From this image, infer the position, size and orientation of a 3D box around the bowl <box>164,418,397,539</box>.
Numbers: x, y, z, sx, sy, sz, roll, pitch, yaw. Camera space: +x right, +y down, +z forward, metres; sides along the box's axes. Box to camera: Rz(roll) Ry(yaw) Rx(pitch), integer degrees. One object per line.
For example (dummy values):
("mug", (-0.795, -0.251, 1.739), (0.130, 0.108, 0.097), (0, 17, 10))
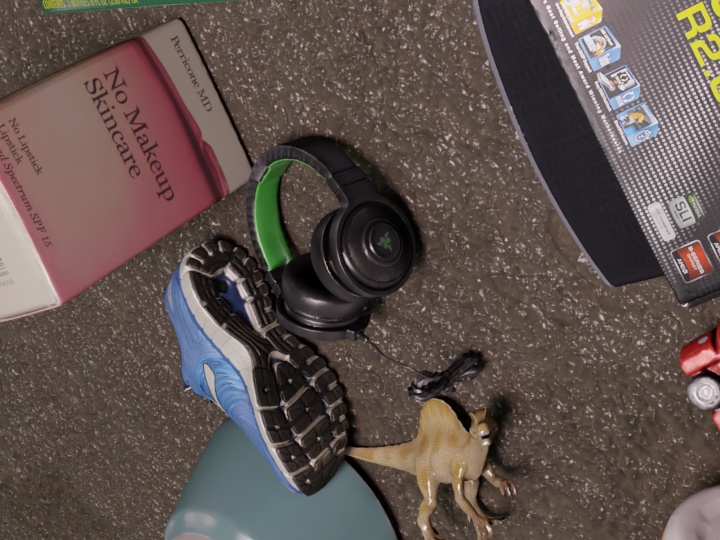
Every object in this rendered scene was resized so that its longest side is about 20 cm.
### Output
("bowl", (-0.077, 0.226, 1.079), (0.200, 0.105, 0.201), (23, 133, 27))

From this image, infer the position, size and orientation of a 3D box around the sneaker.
("sneaker", (-0.082, 0.077, 1.023), (0.089, 0.078, 0.200), (-32, 86, 53))

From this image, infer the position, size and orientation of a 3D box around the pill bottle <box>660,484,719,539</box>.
("pill bottle", (0.222, 0.238, 0.844), (0.116, 0.116, 0.200), (27, 132, 23))

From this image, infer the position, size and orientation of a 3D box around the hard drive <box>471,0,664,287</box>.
("hard drive", (0.145, -0.087, 0.747), (0.135, 0.042, 0.200), (-16, 106, 44))

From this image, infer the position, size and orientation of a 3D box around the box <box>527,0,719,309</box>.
("box", (0.187, -0.102, 0.661), (0.160, 0.044, 0.200), (-24, 101, 21))

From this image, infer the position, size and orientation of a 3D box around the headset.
("headset", (0.000, 0.000, 0.918), (0.200, 0.094, 0.124), (57, 142, 16))

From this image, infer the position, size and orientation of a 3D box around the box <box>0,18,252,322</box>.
("box", (-0.189, -0.068, 0.915), (0.109, 0.200, 0.128), (-12, 109, 42))

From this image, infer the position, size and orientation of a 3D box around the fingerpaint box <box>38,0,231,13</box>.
("fingerpaint box", (-0.135, -0.252, 0.844), (0.200, 0.073, 0.167), (5, 120, 36))

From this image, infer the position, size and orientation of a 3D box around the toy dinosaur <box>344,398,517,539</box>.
("toy dinosaur", (0.059, 0.141, 0.970), (0.200, 0.058, 0.101), (-24, 83, 58))

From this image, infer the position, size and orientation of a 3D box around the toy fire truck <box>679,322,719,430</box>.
("toy fire truck", (0.281, 0.096, 0.740), (0.141, 0.049, 0.200), (-34, 82, 27))
